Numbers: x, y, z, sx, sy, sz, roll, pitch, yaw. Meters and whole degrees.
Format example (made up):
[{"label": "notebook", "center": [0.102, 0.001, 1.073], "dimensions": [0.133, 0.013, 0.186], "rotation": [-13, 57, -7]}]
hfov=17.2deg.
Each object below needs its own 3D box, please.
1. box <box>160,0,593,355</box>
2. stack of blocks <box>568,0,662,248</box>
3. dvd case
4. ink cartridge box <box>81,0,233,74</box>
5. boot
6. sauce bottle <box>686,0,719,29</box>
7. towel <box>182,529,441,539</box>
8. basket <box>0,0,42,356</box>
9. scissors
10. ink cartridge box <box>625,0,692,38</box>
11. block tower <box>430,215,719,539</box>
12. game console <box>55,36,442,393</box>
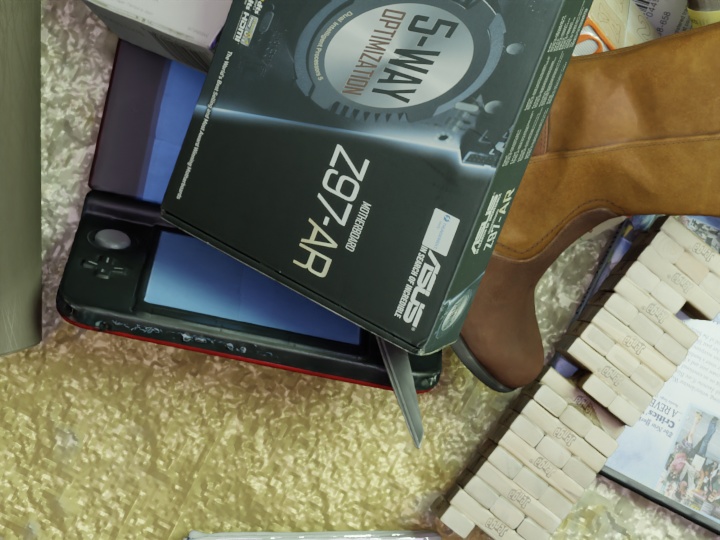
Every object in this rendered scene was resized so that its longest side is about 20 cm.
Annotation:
[{"label": "box", "center": [0.006, -0.082, 1.147], "dimensions": [0.160, 0.044, 0.200], "rotation": [29, 111, 19]}, {"label": "stack of blocks", "center": [0.081, -0.109, 1.218], "dimensions": [0.115, 0.059, 0.200], "rotation": [-27, 119, 29]}, {"label": "dvd case", "center": [0.193, 0.032, 1.306], "dimensions": [0.143, 0.018, 0.200], "rotation": [27, 87, -4]}, {"label": "ink cartridge box", "center": [-0.050, -0.199, 1.242], "dimensions": [0.109, 0.050, 0.200], "rotation": [25, 77, 39]}, {"label": "boot", "center": [0.132, -0.030, 1.181], "dimensions": [0.200, 0.068, 0.188], "rotation": [-6, 108, 21]}, {"label": "sauce bottle", "center": [0.194, -0.132, 1.171], "dimensions": [0.065, 0.065, 0.200], "rotation": [-19, 110, -4]}, {"label": "towel", "center": [-0.025, 0.238, 1.288], "dimensions": [0.147, 0.024, 0.200], "rotation": [-2, 92, -6]}, {"label": "basket", "center": [-0.237, -0.050, 1.222], "dimensions": [0.180, 0.136, 0.200], "rotation": [-9, 94, -9]}, {"label": "scissors", "center": [0.000, 0.000, 1.212], "dimensions": [0.073, 0.014, 0.200], "rotation": [8, 58, -9]}, {"label": "ink cartridge box", "center": [0.118, -0.197, 1.237], "dimensions": [0.200, 0.084, 0.144], "rotation": [17, 126, -4]}, {"label": "block tower", "center": [0.120, 0.066, 1.264], "dimensions": [0.058, 0.054, 0.200], "rotation": [39, 88, -2]}, {"label": "game console", "center": [-0.044, -0.038, 1.244], "dimensions": [0.200, 0.172, 0.119], "rotation": [11, 116, -4]}]
